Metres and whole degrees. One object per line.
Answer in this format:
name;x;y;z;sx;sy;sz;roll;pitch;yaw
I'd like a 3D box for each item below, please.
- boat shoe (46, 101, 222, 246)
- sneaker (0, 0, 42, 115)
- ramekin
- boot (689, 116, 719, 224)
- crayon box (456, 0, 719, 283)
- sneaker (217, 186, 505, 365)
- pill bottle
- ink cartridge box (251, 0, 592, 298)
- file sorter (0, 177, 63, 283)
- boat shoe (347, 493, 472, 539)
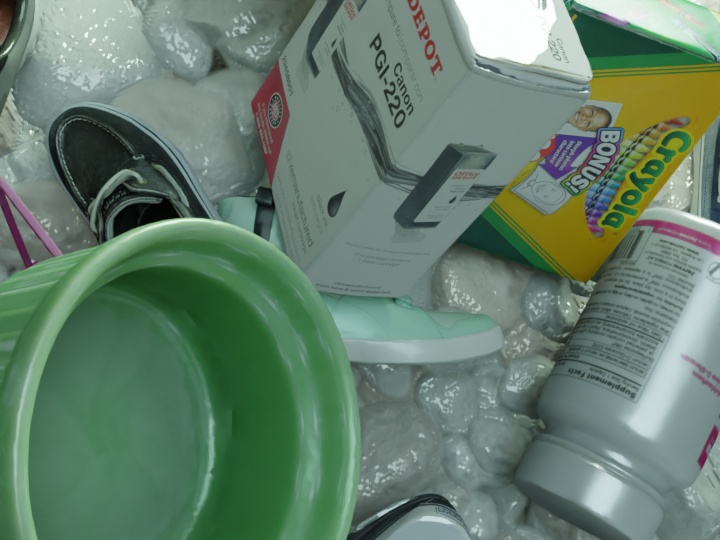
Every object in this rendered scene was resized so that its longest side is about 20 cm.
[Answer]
boat shoe;-0.125;-0.033;0.737;0.200;0.071;0.072;44;98;19
sneaker;-0.246;-0.100;0.741;0.073;0.079;0.202;19;76;-14
ramekin;-0.100;0.080;0.568;0.199;0.097;0.202;7;81;-49
boot;0.280;-0.048;0.881;0.072;0.090;0.202;1;79;-16
crayon box;0.137;-0.088;0.790;0.118;0.201;0.059;17;46;-12
sneaker;0.000;0.000;0.793;0.199;0.074;0.119;5;84;-13
pill bottle;0.185;0.071;0.814;0.113;0.113;0.201;32;78;-8
ink cartridge box;0.025;-0.098;0.706;0.084;0.200;0.147;6;54;-33
file sorter;-0.232;0.066;0.661;0.199;0.126;0.139;-34;64;-19
boat shoe;-0.019;0.207;0.755;0.200;0.068;0.072;-43;100;2
